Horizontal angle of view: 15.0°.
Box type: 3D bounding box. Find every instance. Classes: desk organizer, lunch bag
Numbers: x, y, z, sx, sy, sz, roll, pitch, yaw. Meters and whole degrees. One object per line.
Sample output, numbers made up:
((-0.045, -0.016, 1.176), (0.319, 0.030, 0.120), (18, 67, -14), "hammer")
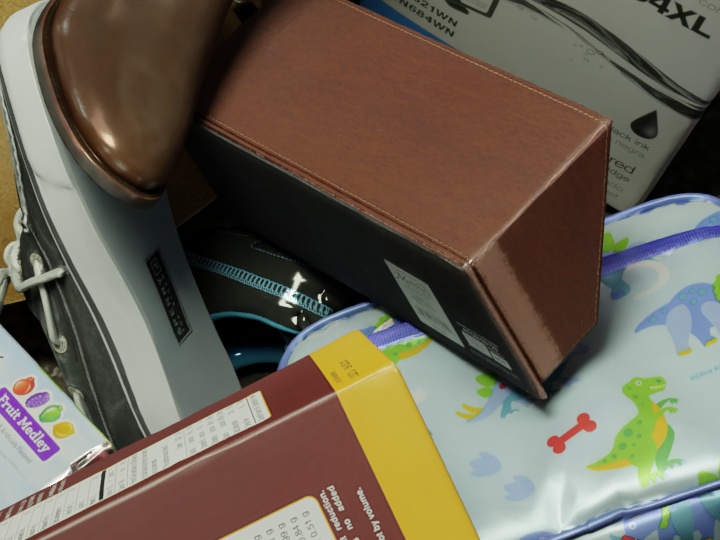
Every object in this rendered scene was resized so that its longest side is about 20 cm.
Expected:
((0.017, -0.037, 1.014), (0.077, 0.072, 0.200), (-44, 41, -14), "desk organizer")
((0.071, 0.062, 1.010), (0.199, 0.083, 0.161), (-18, 43, 5), "lunch bag")

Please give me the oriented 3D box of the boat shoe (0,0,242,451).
((-0.107, -0.003, 1.059), (0.068, 0.200, 0.074), (-15, 19, 26), "boat shoe")

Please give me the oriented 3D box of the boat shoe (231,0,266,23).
((-0.023, -0.132, 1.175), (0.071, 0.077, 0.200), (-8, -2, -17), "boat shoe")

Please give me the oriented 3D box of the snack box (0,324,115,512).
((-0.138, 0.069, 1.041), (0.053, 0.143, 0.200), (-37, 47, -12), "snack box")

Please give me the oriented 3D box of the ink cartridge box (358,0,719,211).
((0.091, -0.130, 1.059), (0.145, 0.200, 0.085), (31, 61, 3), "ink cartridge box")

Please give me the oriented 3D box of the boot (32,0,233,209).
((-0.030, -0.139, 0.992), (0.200, 0.064, 0.187), (-36, 39, 30), "boot")

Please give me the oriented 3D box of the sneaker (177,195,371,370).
((0.000, 0.000, 1.106), (0.199, 0.073, 0.082), (-19, 48, 20), "sneaker")

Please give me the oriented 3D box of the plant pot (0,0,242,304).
((-0.154, -0.118, 1.140), (0.185, 0.201, 0.187), (-21, 25, 10), "plant pot")

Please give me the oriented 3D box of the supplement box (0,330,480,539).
((-0.042, 0.155, 0.864), (0.199, 0.198, 0.133), (-26, 4, -3), "supplement box")
